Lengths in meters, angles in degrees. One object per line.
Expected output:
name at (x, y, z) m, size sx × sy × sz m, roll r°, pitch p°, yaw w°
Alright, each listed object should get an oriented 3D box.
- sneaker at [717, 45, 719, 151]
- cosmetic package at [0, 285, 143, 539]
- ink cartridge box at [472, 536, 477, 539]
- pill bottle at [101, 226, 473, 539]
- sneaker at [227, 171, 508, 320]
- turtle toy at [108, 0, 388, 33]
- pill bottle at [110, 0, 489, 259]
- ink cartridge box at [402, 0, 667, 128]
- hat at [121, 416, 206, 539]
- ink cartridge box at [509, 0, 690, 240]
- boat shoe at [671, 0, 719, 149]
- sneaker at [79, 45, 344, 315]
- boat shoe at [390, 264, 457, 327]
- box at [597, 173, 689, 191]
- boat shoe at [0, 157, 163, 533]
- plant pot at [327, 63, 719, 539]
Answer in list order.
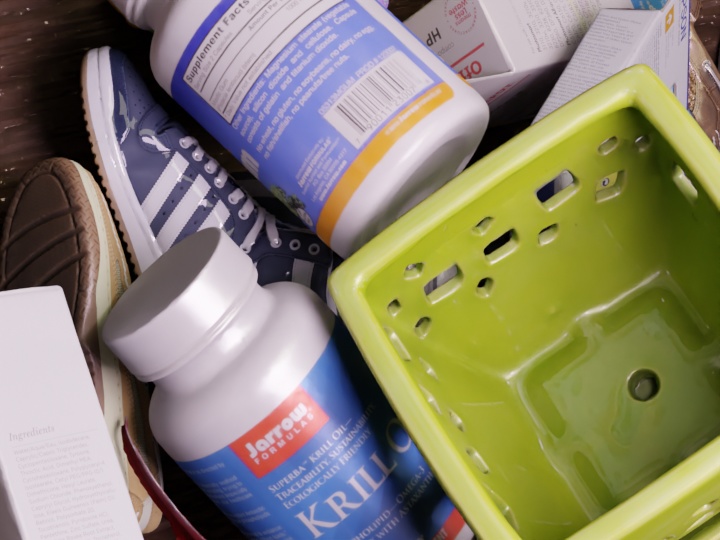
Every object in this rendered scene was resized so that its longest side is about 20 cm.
sneaker at (0.277, -0.101, 1.848) m, size 0.082 × 0.074 × 0.201 m, roll 32°, pitch 54°, yaw -19°
cosmetic package at (-0.167, 0.118, 1.377) m, size 0.074 × 0.101 × 0.201 m, roll -9°, pitch 77°, yaw -41°
ink cartridge box at (0.107, 0.176, 1.588) m, size 0.116 × 0.067 × 0.201 m, roll 18°, pitch 59°, yaw -32°
pill bottle at (-0.037, 0.078, 1.427) m, size 0.200 × 0.112 × 0.112 m, roll 47°, pitch 48°, yaw -18°
sneaker at (0.000, 0.000, 1.598) m, size 0.199 × 0.070 × 0.083 m, roll 12°, pitch 79°, yaw -31°
turtle toy at (-0.038, -0.172, 1.586) m, size 0.146 × 0.101 × 0.200 m, roll 41°, pitch 71°, yaw -16°
pill bottle at (-0.039, -0.109, 1.461) m, size 0.200 × 0.112 × 0.112 m, roll 43°, pitch 46°, yaw 14°
ink cartridge box at (0.084, -0.133, 1.681) m, size 0.199 × 0.115 × 0.068 m, roll -17°, pitch 78°, yaw -42°
hat at (-0.026, 0.190, 1.371) m, size 0.199 × 0.177 × 0.166 m, roll 3°, pitch 20°, yaw -2°
ink cartridge box at (0.141, -0.049, 1.656) m, size 0.043 × 0.197 × 0.200 m, roll 15°, pitch 46°, yaw 20°
boat shoe at (0.179, -0.162, 1.792) m, size 0.072 × 0.072 × 0.201 m, roll -26°, pitch 95°, yaw -23°
sneaker at (-0.074, -0.036, 1.495) m, size 0.070 × 0.108 × 0.201 m, roll -38°, pitch 110°, yaw -82°
boat shoe at (0.001, 0.061, 1.530) m, size 0.069 × 0.071 × 0.201 m, roll 13°, pitch 90°, yaw -26°
box at (0.201, 0.017, 1.595) m, size 0.200 × 0.050 × 0.076 m, roll 37°, pitch 69°, yaw -35°
boat shoe at (-0.139, 0.042, 1.465) m, size 0.076 × 0.071 × 0.201 m, roll 8°, pitch 74°, yaw -50°
plant pot at (0.129, 0.049, 1.410) m, size 0.200 × 0.199 × 0.181 m, roll 58°, pitch 4°, yaw 24°
